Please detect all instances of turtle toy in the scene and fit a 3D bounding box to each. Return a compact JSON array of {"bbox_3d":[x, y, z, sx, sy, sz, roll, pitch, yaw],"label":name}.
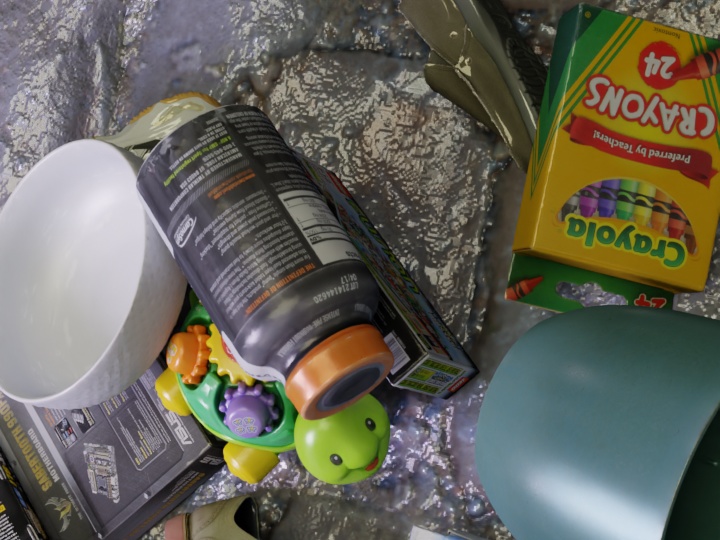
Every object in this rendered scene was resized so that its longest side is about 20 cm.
[{"bbox_3d":[-0.056,0.076,1.016,0.200,0.101,0.146,41,79,19],"label":"turtle toy"}]

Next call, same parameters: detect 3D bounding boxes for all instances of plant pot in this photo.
[{"bbox_3d":[0.169,0.114,0.885,0.160,0.200,0.202,21,89,38],"label":"plant pot"}]

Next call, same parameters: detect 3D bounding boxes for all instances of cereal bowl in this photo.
[{"bbox_3d":[-0.195,0.008,1.055,0.199,0.083,0.202,-15,67,38],"label":"cereal bowl"}]

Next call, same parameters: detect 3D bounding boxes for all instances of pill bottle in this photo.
[{"bbox_3d":[-0.058,-0.002,0.928,0.106,0.106,0.201,-38,68,13],"label":"pill bottle"}]

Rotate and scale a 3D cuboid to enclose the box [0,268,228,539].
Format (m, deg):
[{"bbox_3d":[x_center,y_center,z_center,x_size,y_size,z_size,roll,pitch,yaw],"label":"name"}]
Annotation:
[{"bbox_3d":[-0.211,0.110,1.128,0.158,0.048,0.201,-41,67,12],"label":"box"}]

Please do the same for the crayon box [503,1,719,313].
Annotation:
[{"bbox_3d":[0.179,-0.065,0.955,0.126,0.051,0.202,12,86,-9],"label":"crayon box"}]

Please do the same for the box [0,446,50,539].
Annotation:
[{"bbox_3d":[-0.340,0.236,1.088,0.199,0.049,0.160,-33,65,-9],"label":"box"}]

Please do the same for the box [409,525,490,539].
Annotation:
[{"bbox_3d":[0.117,0.255,0.956,0.198,0.048,0.123,13,85,26],"label":"box"}]

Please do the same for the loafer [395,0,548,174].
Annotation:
[{"bbox_3d":[0.090,-0.144,1.036,0.070,0.075,0.201,-38,65,27],"label":"loafer"}]

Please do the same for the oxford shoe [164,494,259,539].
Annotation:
[{"bbox_3d":[-0.087,0.228,1.002,0.073,0.071,0.200,-29,37,1],"label":"oxford shoe"}]

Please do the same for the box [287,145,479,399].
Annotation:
[{"bbox_3d":[0.000,0.000,1.021,0.035,0.110,0.201,-41,68,12],"label":"box"}]

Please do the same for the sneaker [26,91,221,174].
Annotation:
[{"bbox_3d":[-0.190,-0.064,1.136,0.199,0.076,0.088,-26,71,18],"label":"sneaker"}]
